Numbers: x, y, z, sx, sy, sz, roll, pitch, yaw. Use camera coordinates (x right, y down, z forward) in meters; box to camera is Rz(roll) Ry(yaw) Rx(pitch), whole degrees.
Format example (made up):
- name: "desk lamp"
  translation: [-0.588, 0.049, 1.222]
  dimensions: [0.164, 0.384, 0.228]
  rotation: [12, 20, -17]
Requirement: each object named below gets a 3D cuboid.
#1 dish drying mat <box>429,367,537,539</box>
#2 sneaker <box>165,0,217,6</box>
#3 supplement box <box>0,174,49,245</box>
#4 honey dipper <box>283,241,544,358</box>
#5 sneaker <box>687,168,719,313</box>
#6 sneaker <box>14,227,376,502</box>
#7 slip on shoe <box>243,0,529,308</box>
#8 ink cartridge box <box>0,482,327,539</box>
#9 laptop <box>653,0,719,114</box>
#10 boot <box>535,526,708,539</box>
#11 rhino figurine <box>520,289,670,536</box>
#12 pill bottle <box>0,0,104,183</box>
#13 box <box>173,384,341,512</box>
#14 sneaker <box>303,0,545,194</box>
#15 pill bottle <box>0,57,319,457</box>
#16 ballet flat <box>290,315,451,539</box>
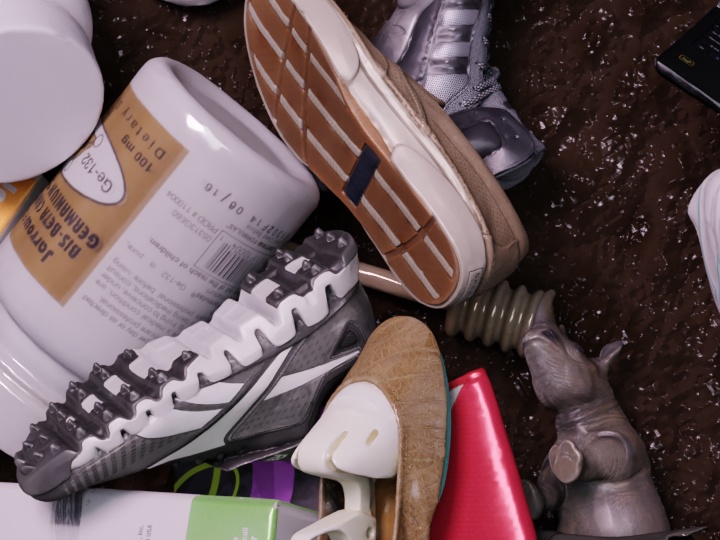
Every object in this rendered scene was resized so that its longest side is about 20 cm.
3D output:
- name: "dish drying mat"
  translation: [0.054, 0.151, 0.955]
  dimensions: [0.076, 0.018, 0.201]
  rotation: [-26, 64, 27]
- name: "sneaker"
  translation: [-0.132, -0.237, 1.118]
  dimensions: [0.075, 0.089, 0.201]
  rotation: [-31, 79, -5]
- name: "supplement box"
  translation: [-0.276, -0.047, 1.093]
  dimensions: [0.199, 0.074, 0.126]
  rotation: [33, 83, 8]
- name: "honey dipper"
  translation: [0.000, 0.000, 1.093]
  dimensions: [0.199, 0.038, 0.038]
  rotation: [18, 80, 10]
- name: "sneaker"
  translation: [0.229, 0.034, 1.060]
  dimensions: [0.070, 0.080, 0.202]
  rotation: [-23, 97, -10]
- name: "sneaker"
  translation: [-0.069, 0.068, 0.988]
  dimensions: [0.199, 0.066, 0.091]
  rotation: [-33, 114, -16]
- name: "slip on shoe"
  translation: [0.013, -0.073, 1.030]
  dimensions: [0.060, 0.076, 0.200]
  rotation: [-22, 66, -36]
- name: "ink cartridge box"
  translation: [-0.116, 0.184, 1.000]
  dimensions: [0.199, 0.084, 0.147]
  rotation: [0, 77, 28]
- name: "laptop"
  translation: [0.274, -0.120, 1.066]
  dimensions: [0.177, 0.200, 0.104]
  rotation: [35, 119, 9]
- name: "boot"
  translation: [0.107, 0.218, 0.947]
  dimensions: [0.138, 0.077, 0.202]
  rotation: [-12, 84, 38]
- name: "rhino figurine"
  translation: [0.118, 0.107, 1.044]
  dimensions: [0.060, 0.087, 0.202]
  rotation: [-23, 74, 37]
- name: "pill bottle"
  translation: [-0.203, -0.144, 1.049]
  dimensions: [0.113, 0.114, 0.201]
  rotation: [-25, 48, -2]
- name: "box"
  translation: [-0.026, 0.161, 1.029]
  dimensions: [0.142, 0.036, 0.202]
  rotation: [-10, 74, 22]
- name: "sneaker"
  translation: [0.061, -0.109, 1.092]
  dimensions: [0.113, 0.075, 0.201]
  rotation: [32, 88, 8]
- name: "pill bottle"
  translation: [-0.123, 0.001, 1.044]
  dimensions: [0.114, 0.114, 0.200]
  rotation: [42, 99, 10]
- name: "ballet flat"
  translation: [-0.003, 0.117, 0.948]
  dimensions: [0.068, 0.072, 0.202]
  rotation: [1, 81, 45]
